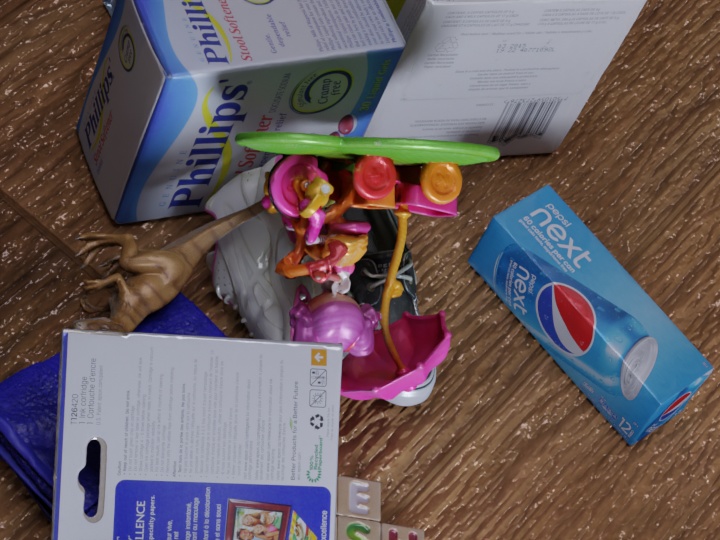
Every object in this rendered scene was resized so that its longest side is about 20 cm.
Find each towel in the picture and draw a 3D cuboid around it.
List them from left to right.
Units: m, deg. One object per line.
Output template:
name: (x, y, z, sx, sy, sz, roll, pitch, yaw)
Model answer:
towel: (-0.161, 0.098, 1.589, 0.200, 0.050, 0.148, -32, 68, -36)

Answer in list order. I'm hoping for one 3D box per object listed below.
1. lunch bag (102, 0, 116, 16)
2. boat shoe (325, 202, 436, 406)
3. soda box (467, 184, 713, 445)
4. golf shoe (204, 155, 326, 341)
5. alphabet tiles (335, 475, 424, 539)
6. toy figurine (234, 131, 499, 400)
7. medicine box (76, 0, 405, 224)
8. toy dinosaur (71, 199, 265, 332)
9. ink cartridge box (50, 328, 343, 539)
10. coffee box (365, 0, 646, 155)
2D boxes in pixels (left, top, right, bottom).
lunch bag: (-0.097, -0.245, 1.771, 0.168, 0.201, 0.128, -6, 53, -25)
boat shoe: (0.007, 0.006, 1.714, 0.072, 0.071, 0.201, -10, 60, -27)
soda box: (0.179, 0.034, 1.766, 0.068, 0.064, 0.200, -29, 69, -35)
golf shoe: (-0.067, 0.018, 1.686, 0.075, 0.091, 0.201, 22, 57, -59)
alphabet tiles: (-0.049, 0.211, 1.584, 0.199, 0.008, 0.168, 11, 52, -14)
toy figurine: (0.000, 0.000, 1.609, 0.199, 0.150, 0.186, 3, 89, -30)
medicine box: (-0.094, -0.139, 1.708, 0.199, 0.183, 0.103, -11, 60, -27)
toy dinosaur: (-0.144, -0.002, 1.638, 0.106, 0.061, 0.200, 21, 50, 32)
ink cartridge box: (-0.113, 0.142, 1.522, 0.199, 0.047, 0.199, 4, 86, -17)
coffee box: (0.080, -0.228, 1.831, 0.198, 0.200, 0.199, -4, 56, -24)
